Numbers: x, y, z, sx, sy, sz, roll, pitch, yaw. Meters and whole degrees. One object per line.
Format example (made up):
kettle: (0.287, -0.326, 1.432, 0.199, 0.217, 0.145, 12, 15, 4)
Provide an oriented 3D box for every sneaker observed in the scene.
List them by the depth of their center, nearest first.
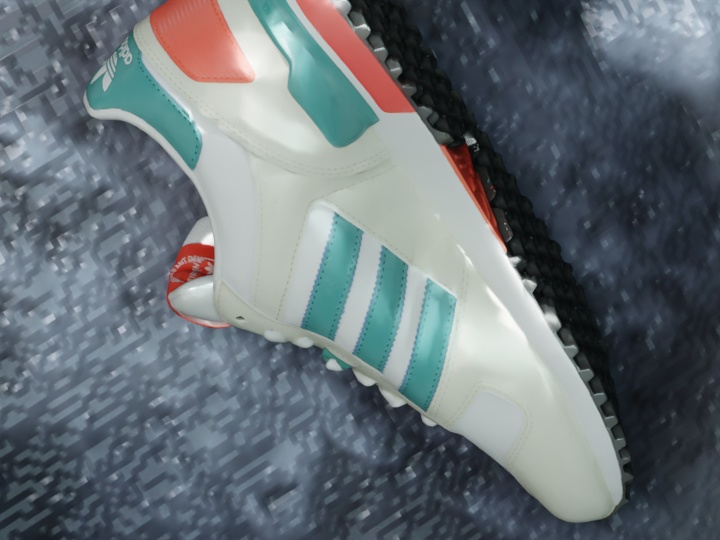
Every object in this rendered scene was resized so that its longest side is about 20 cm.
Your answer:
sneaker: (0.000, 0.000, 0.792, 0.093, 0.070, 0.200, -28, 114, 12)
